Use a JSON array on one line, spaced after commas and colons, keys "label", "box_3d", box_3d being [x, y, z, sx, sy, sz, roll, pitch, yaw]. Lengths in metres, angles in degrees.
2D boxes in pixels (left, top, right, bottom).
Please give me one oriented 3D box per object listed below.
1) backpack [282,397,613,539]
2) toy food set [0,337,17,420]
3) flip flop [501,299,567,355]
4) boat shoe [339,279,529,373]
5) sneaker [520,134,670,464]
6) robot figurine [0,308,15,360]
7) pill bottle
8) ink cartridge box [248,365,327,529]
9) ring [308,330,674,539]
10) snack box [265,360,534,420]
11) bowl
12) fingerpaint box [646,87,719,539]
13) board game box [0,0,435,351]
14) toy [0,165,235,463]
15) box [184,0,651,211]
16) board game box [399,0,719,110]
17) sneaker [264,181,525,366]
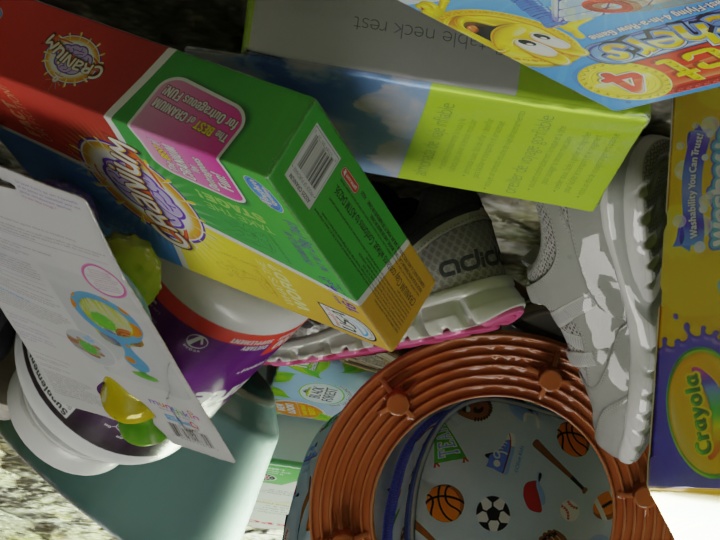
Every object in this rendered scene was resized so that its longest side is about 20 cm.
[{"label": "backpack", "box_3d": [0.055, 0.153, 1.456, 0.190, 0.201, 0.154, 15, 154, -9]}, {"label": "toy food set", "box_3d": [-0.244, 0.046, 1.443, 0.199, 0.144, 0.061, 2, 130, 16]}, {"label": "flip flop", "box_3d": [0.156, 0.003, 1.324, 0.081, 0.058, 0.200, 32, 138, -21]}, {"label": "boat shoe", "box_3d": [0.017, 0.025, 1.424, 0.199, 0.073, 0.065, 12, 168, 4]}, {"label": "sneaker", "box_3d": [0.122, 0.008, 1.260, 0.082, 0.075, 0.201, 14, 132, 26]}, {"label": "robot figurine", "box_3d": [-0.254, -0.016, 1.309, 0.150, 0.125, 0.200, -33, 148, 17]}, {"label": "pill bottle", "box_3d": [-0.105, 0.025, 1.301, 0.112, 0.113, 0.200, 16, 140, -27]}, {"label": "ink cartridge box", "box_3d": [-0.026, 0.119, 1.703, 0.145, 0.088, 0.200, 8, 161, -1]}, {"label": "ring", "box_3d": [0.071, 0.132, 1.353, 0.199, 0.202, 0.019, 7, -167, -2]}, {"label": "snack box", "box_3d": [0.046, 0.061, 1.546, 0.199, 0.053, 0.142, 8, 161, -5]}, {"label": "bowl", "box_3d": [-0.126, 0.082, 1.515, 0.201, 0.105, 0.201, 39, -174, -5]}, {"label": "fingerpaint box", "box_3d": [0.178, 0.021, 1.125, 0.073, 0.201, 0.167, 1, 161, 14]}, {"label": "board game box", "box_3d": [-0.079, -0.047, 1.110, 0.199, 0.040, 0.153, 21, 160, 32]}, {"label": "toy", "box_3d": [-0.125, 0.005, 1.171, 0.115, 0.047, 0.200, 17, 146, 31]}, {"label": "box", "box_3d": [0.021, -0.079, 1.118, 0.199, 0.048, 0.122, 9, 162, -3]}, {"label": "board game box", "box_3d": [0.105, -0.132, 0.909, 0.195, 0.056, 0.199, 22, 157, -39]}, {"label": "sneaker", "box_3d": [0.000, 0.000, 1.321, 0.074, 0.088, 0.199, -6, 175, -45]}]
